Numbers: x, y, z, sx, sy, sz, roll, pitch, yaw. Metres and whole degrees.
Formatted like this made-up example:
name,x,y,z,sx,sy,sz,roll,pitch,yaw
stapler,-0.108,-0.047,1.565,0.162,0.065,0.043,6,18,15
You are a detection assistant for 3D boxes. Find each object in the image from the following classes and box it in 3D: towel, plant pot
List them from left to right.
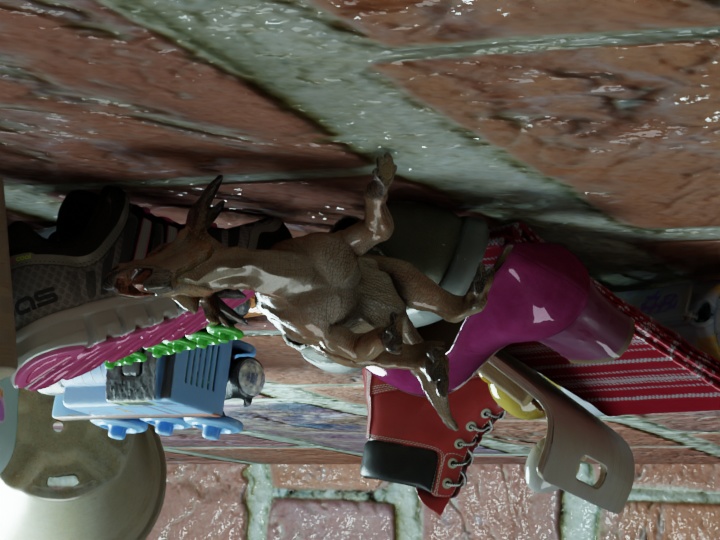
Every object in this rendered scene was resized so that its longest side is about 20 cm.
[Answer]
name,x,y,z,sx,sy,sz,roll,pitch,yaw
plant pot,-0.265,0.159,1.893,0.199,0.202,0.184,3,161,-8
towel,0.119,0.032,1.255,0.199,0.023,0.144,32,159,-24

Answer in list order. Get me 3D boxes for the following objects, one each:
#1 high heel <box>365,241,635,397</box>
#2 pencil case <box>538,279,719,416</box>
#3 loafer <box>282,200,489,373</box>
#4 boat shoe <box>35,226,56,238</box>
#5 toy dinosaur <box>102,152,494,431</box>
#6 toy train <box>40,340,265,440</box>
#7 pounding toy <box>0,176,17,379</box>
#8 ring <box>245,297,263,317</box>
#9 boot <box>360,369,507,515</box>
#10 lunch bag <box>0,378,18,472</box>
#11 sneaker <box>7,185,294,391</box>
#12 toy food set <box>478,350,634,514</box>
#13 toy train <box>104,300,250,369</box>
name,x,y,z,sx,sy,sz,roll,pitch,yaw
high heel,0.049,0.016,1.169,0.199,0.068,0.096,-12,141,44
pencil case,0.193,0.048,1.361,0.090,0.084,0.200,2,173,-31
loafer,0.000,0.000,1.170,0.069,0.076,0.200,28,154,-15
boat shoe,-0.216,0.008,1.247,0.199,0.070,0.066,-9,167,17
toy dinosaur,-0.022,0.011,1.054,0.135,0.086,0.200,-3,153,34
toy train,-0.166,0.077,1.632,0.199,0.087,0.114,-3,161,41
pounding toy,-0.302,-0.001,1.043,0.183,0.143,0.199,9,158,-44
ring,-0.143,0.011,1.392,0.199,0.019,0.200,1,171,0
boot,0.098,0.100,1.521,0.199,0.145,0.072,-2,169,13
lunch bag,-0.283,0.049,1.187,0.199,0.162,0.077,-1,172,20
sneaker,-0.114,-0.008,1.112,0.199,0.088,0.074,-21,171,-44
toy food set,0.072,0.076,1.344,0.200,0.061,0.143,37,-176,30
toy train,-0.131,0.028,1.318,0.056,0.042,0.200,19,163,-27
